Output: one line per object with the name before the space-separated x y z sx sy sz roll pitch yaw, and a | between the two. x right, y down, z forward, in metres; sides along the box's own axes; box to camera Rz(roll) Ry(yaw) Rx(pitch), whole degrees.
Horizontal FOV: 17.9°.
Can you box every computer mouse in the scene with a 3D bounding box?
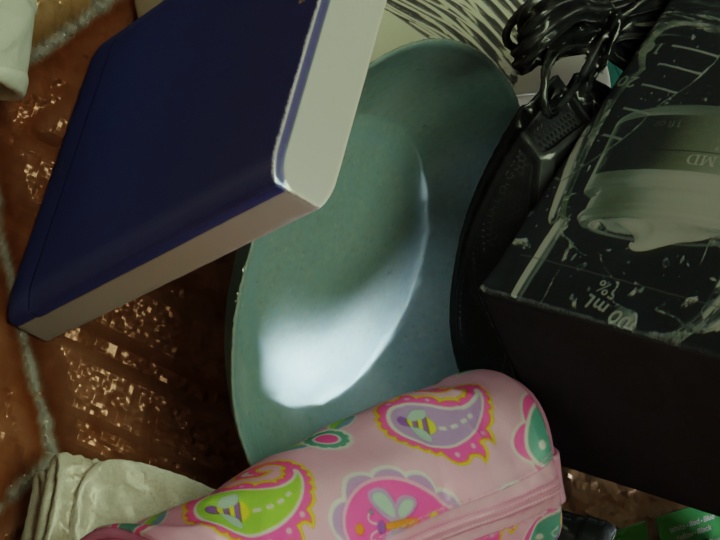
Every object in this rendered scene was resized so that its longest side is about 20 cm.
computer mouse | 0.078 -0.023 0.950 0.138 0.053 0.201 -7 109 -55

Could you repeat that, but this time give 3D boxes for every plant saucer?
plant saucer | 0.000 0.000 0.931 0.201 0.039 0.202 -31 130 -44

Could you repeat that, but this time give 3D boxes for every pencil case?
pencil case | -0.011 0.104 0.860 0.199 0.087 0.088 -20 88 -40

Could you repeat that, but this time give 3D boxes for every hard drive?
hard drive | -0.060 -0.057 0.843 0.025 0.200 0.133 28 62 -25

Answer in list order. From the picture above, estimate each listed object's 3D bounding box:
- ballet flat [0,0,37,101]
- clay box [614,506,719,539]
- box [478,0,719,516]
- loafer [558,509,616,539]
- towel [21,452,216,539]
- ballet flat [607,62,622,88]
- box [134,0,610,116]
ballet flat | -0.202 -0.071 0.839 0.199 0.069 0.070 -16 86 -38
clay box | 0.165 0.206 1.018 0.114 0.048 0.201 -13 85 -39
box | 0.188 -0.006 0.889 0.197 0.199 0.124 -56 141 -25
loafer | 0.074 0.193 0.937 0.070 0.068 0.202 1 69 7
towel | -0.051 0.157 0.892 0.199 0.034 0.133 24 65 -29
ballet flat | 0.115 -0.106 1.075 0.069 0.069 0.201 -5 81 -36
box | 0.008 -0.098 0.986 0.199 0.068 0.083 -9 80 -37
